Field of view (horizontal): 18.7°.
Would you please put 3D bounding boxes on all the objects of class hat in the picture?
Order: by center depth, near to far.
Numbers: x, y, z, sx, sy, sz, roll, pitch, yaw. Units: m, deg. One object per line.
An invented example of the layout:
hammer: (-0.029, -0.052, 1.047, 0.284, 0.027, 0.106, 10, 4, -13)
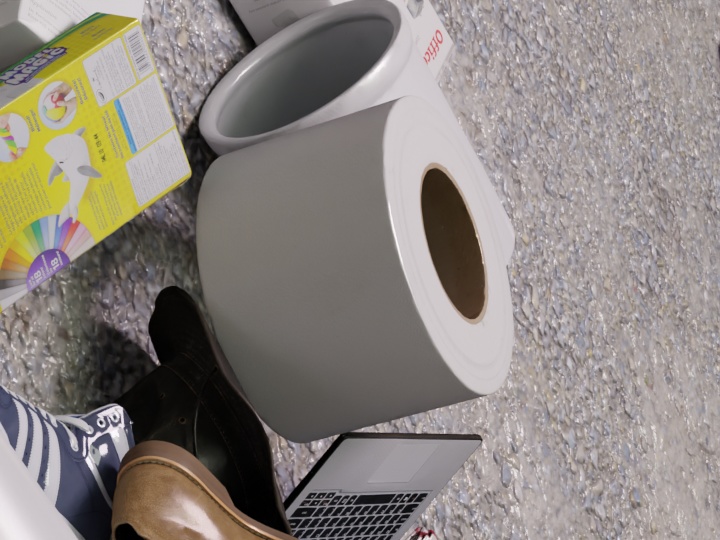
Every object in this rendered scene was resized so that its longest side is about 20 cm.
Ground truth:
hat: (-0.117, 0.116, 1.398, 0.081, 0.200, 0.201, -23, 98, -17)

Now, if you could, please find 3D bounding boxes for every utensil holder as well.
utensil holder: (0.001, -0.070, 1.613, 0.200, 0.169, 0.170, 59, 34, -28)

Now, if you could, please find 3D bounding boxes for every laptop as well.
laptop: (0.012, 0.224, 1.545, 0.116, 0.200, 0.187, 48, 21, 26)

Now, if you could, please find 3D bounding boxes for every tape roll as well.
tape roll: (0.000, 0.000, 1.433, 0.203, 0.139, 0.203, 48, 33, -46)

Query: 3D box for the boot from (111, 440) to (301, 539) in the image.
boot: (-0.073, 0.191, 1.320, 0.200, 0.074, 0.076, 39, 32, -20)

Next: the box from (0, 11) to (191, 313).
box: (-0.200, -0.058, 1.325, 0.200, 0.048, 0.118, -39, 126, -34)

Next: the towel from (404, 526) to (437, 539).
towel: (0.011, 0.283, 1.433, 0.200, 0.023, 0.145, -46, 130, -35)

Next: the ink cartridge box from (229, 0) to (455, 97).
ink cartridge box: (-0.019, -0.206, 1.716, 0.200, 0.084, 0.146, 59, 33, -26)

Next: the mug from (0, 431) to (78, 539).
mug: (-0.232, 0.158, 1.163, 0.154, 0.149, 0.186, 63, 25, -2)

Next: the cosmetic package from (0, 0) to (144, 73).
cosmetic package: (-0.201, -0.202, 1.431, 0.113, 0.081, 0.201, 41, 43, -42)

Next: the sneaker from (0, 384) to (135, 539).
sneaker: (-0.202, 0.094, 1.299, 0.200, 0.070, 0.109, 61, 38, -33)
